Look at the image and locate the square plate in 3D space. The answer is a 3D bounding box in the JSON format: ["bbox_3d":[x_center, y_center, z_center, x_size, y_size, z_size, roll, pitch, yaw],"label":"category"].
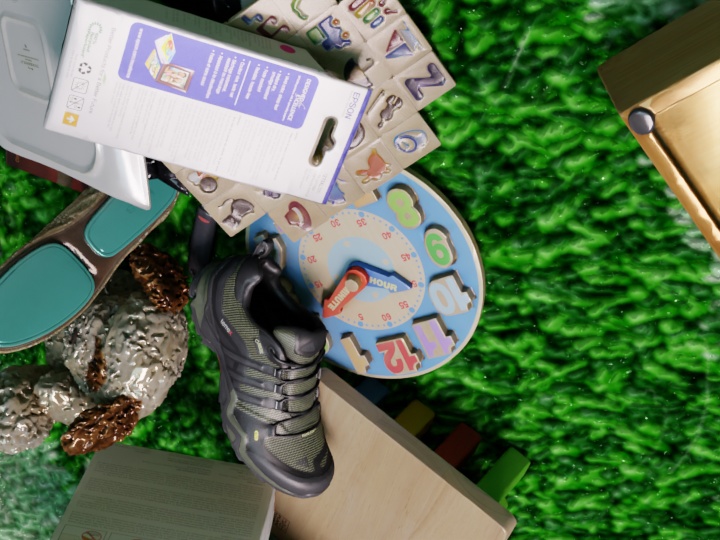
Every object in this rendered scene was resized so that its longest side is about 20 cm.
[{"bbox_3d":[-0.228,-0.155,0.881,0.199,0.028,0.201,22,127,40],"label":"square plate"}]

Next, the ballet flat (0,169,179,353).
[{"bbox_3d":[-0.221,-0.013,0.950,0.071,0.200,0.065,56,158,-22],"label":"ballet flat"}]

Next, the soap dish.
[{"bbox_3d":[0.260,-0.097,0.730,0.199,0.082,0.158,-28,110,36],"label":"soap dish"}]

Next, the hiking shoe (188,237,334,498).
[{"bbox_3d":[-0.063,0.080,0.950,0.100,0.075,0.202,-22,92,49],"label":"hiking shoe"}]

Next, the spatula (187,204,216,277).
[{"bbox_3d":[-0.114,-0.062,0.966,0.056,0.021,0.201,30,132,10],"label":"spatula"}]

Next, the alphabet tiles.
[{"bbox_3d":[-0.041,-0.109,0.846,0.199,0.006,0.167,-32,124,15],"label":"alphabet tiles"}]

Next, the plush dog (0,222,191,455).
[{"bbox_3d":[-0.200,0.069,1.009,0.159,0.203,0.171,22,168,-31],"label":"plush dog"}]

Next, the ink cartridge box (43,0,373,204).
[{"bbox_3d":[-0.100,-0.113,0.809,0.197,0.037,0.095,16,122,-15],"label":"ink cartridge box"}]

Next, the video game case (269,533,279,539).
[{"bbox_3d":[-0.074,0.265,1.085,0.142,0.200,0.018,34,92,-14],"label":"video game case"}]

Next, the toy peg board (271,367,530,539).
[{"bbox_3d":[0.035,0.190,1.055,0.198,0.098,0.201,37,132,16],"label":"toy peg board"}]

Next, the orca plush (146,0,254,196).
[{"bbox_3d":[-0.128,-0.136,0.865,0.106,0.071,0.200,53,128,11],"label":"orca plush"}]

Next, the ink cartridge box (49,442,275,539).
[{"bbox_3d":[-0.157,0.217,0.983,0.160,0.201,0.051,9,116,1],"label":"ink cartridge box"}]

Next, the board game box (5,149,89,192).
[{"bbox_3d":[-0.229,-0.152,0.954,0.102,0.020,0.202,20,130,11],"label":"board game box"}]

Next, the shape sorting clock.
[{"bbox_3d":[0.000,0.000,0.949,0.197,0.039,0.202,12,128,16],"label":"shape sorting clock"}]
